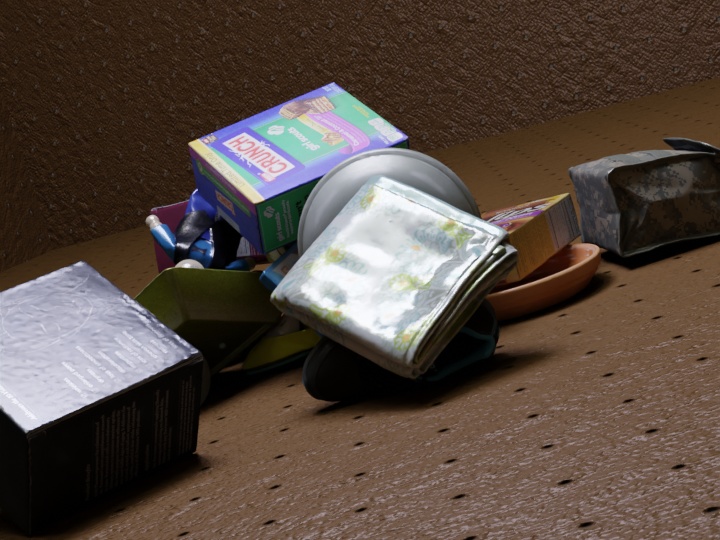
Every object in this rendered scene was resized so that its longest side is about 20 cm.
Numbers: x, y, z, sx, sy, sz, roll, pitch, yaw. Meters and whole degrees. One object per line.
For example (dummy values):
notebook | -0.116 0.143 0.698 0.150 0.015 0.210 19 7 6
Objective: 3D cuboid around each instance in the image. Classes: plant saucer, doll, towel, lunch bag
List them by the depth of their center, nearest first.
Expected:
towel | 0.032 0.002 1.462 0.199 0.048 0.171 26 64 38
plant saucer | 0.031 -0.025 1.587 0.198 0.202 0.050 -16 11 8
plant saucer | 0.173 0.018 1.692 0.198 0.038 0.200 -16 8 2
plant saucer | -0.191 0.073 1.712 0.199 0.048 0.199 3 -35 -48
doll | -0.181 -0.040 1.751 0.135 0.049 0.201 20 39 -5
lunch bag | 0.362 -0.092 1.761 0.198 0.119 0.164 -12 8 -6

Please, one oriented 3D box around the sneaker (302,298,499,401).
sneaker | 0.037 0.078 1.459 0.199 0.074 0.082 -22 20 3

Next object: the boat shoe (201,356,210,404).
boat shoe | -0.236 0.137 1.628 0.071 0.071 0.201 -11 11 30

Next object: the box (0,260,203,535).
box | -0.285 0.112 1.433 0.196 0.125 0.200 -22 43 -39

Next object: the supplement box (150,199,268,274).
supplement box | -0.153 -0.050 1.937 0.199 0.086 0.110 -6 -2 -44

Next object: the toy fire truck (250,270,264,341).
toy fire truck | -0.180 0.046 1.848 0.175 0.130 0.200 -19 5 -18

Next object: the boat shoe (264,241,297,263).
boat shoe | -0.026 0.000 1.771 0.068 0.199 0.075 -15 47 56

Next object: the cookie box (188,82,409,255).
cookie box | -0.068 -0.118 1.723 0.199 0.076 0.171 -26 39 -21

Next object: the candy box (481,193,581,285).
candy box | 0.159 -0.029 1.715 0.116 0.057 0.200 -13 8 30

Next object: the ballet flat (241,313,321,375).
ballet flat | -0.048 0.064 1.731 0.198 0.068 0.067 -15 4 17

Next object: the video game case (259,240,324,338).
video game case | 0.000 0.000 1.688 0.200 0.143 0.018 -44 -7 -39
